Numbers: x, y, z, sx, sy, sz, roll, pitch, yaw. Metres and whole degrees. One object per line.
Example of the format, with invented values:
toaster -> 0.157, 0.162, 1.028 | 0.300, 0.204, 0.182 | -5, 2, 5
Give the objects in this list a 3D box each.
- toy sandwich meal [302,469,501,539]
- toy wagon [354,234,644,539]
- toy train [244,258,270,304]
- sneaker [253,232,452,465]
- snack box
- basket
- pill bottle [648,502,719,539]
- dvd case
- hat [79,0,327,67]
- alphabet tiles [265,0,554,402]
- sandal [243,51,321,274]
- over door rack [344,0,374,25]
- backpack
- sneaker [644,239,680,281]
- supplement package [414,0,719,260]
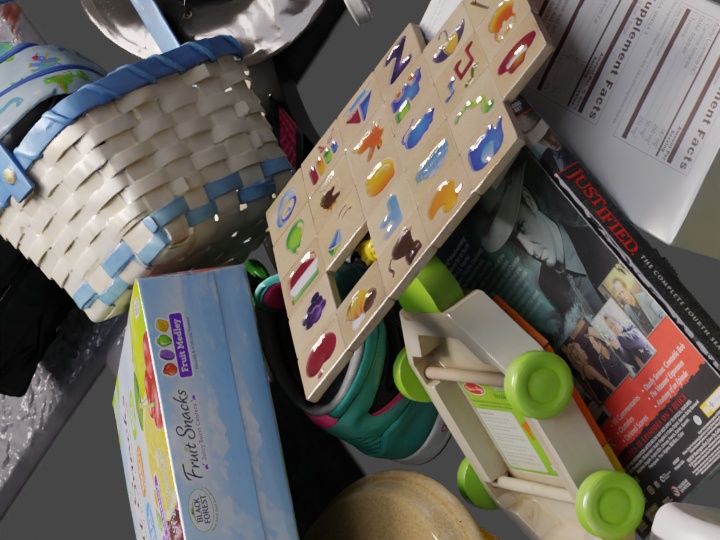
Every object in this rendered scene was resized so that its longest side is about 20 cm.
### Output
toy sandwich meal -> 0.033, 0.203, 1.179 | 0.205, 0.070, 0.206 | -13, 73, 50
toy wagon -> 0.067, 0.061, 1.104 | 0.201, 0.039, 0.155 | 59, 162, -11
toy train -> -0.080, 0.019, 1.322 | 0.200, 0.042, 0.057 | 21, 132, 44
sneaker -> 0.000, 0.000, 1.207 | 0.083, 0.120, 0.201 | -3, 79, 41
snack box -> -0.089, 0.114, 1.234 | 0.200, 0.067, 0.169 | 110, 150, -65
basket -> -0.145, -0.082, 1.245 | 0.139, 0.176, 0.201 | -39, 79, 43
pill bottle -> 0.167, 0.217, 1.019 | 0.114, 0.114, 0.201 | 15, 92, 43
dvd case -> 0.106, 0.023, 1.080 | 0.200, 0.022, 0.146 | 50, 149, 13
hat -> -0.077, -0.211, 1.347 | 0.200, 0.081, 0.202 | 1, 92, 29
alphabet tiles -> 0.021, -0.056, 1.077 | 0.200, 0.008, 0.167 | -51, 27, 22
sandal -> -0.055, -0.066, 1.321 | 0.075, 0.045, 0.201 | -43, 56, 28
over door rack -> 0.023, -0.254, 1.230 | 0.147, 0.067, 0.201 | -26, 83, 9
backpack -> -0.221, -0.046, 1.400 | 0.200, 0.163, 0.154 | -46, 40, 18
sneaker -> 0.070, -0.020, 1.166 | 0.200, 0.070, 0.082 | 42, 114, 28
supplement package -> 0.135, -0.092, 1.107 | 0.200, 0.113, 0.110 | 35, 104, 41
